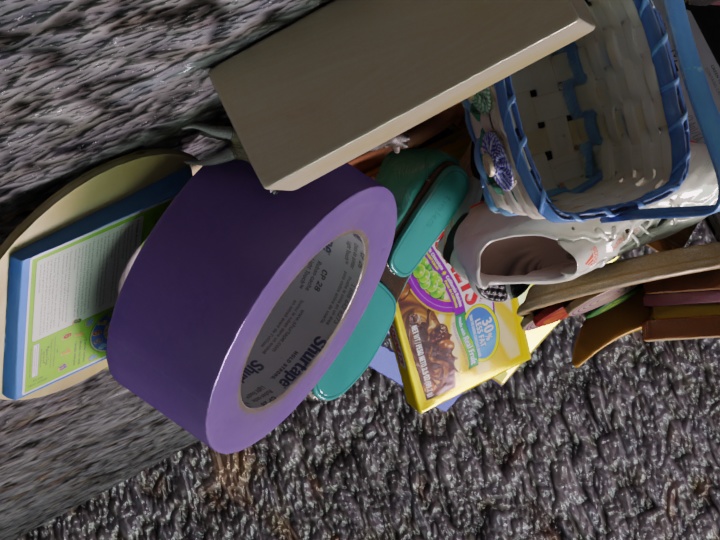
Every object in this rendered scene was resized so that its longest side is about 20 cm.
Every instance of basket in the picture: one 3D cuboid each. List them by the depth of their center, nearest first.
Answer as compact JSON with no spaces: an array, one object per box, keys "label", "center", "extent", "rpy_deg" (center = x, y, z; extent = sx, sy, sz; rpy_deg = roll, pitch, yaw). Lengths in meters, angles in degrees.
[{"label":"basket","center":[0.150,-0.109,1.627],"extent":[0.139,0.177,0.200],"rpy_deg":[-18,-178,-36]}]

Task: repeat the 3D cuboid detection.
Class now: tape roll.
[{"label":"tape roll","center":[-0.068,0.011,1.649],"extent":[0.200,0.085,0.200],"rpy_deg":[-49,161,-23]}]

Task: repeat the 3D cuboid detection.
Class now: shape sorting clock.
[{"label":"shape sorting clock","center":[-0.170,0.002,1.621],"extent":[0.200,0.039,0.200],"rpy_deg":[-30,150,-20]}]

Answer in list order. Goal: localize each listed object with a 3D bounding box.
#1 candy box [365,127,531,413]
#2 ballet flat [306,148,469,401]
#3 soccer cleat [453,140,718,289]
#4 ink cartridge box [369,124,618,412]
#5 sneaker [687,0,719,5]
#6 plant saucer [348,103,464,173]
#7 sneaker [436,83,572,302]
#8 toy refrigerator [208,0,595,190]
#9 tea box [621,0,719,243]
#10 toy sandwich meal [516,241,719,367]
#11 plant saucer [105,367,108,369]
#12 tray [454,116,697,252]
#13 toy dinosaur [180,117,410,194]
[{"label":"candy box","center":[0.061,0.001,1.903],"extent":[0.102,0.201,0.026],"rpy_deg":[-27,-147,-18]},{"label":"ballet flat","center":[0.000,0.000,1.790],"extent":[0.200,0.070,0.067],"rpy_deg":[-58,141,-13]},{"label":"soccer cleat","center":[0.162,-0.030,1.742],"extent":[0.199,0.069,0.078],"rpy_deg":[-16,-149,5]},{"label":"ink cartridge box","center":[0.062,0.003,1.955],"extent":[0.200,0.197,0.047],"rpy_deg":[-51,-151,14]},{"label":"sneaker","center":[0.291,-0.195,1.739],"extent":[0.200,0.076,0.115],"rpy_deg":[29,156,-29]},{"label":"plant saucer","center":[0.000,-0.096,1.784],"extent":[0.200,0.038,0.200],"rpy_deg":[-26,174,-3]},{"label":"sneaker","center":[0.099,-0.083,1.822],"extent":[0.074,0.201,0.080],"rpy_deg":[11,-169,-31]},{"label":"toy refrigerator","center":[0.024,-0.123,1.440],"extent":[0.200,0.076,0.070],"rpy_deg":[-28,174,13]},{"label":"tea box","center":[0.301,-0.147,1.837],"extent":[0.196,0.201,0.134],"rpy_deg":[-28,174,3]},{"label":"toy sandwich meal","center":[0.212,0.028,1.826],"extent":[0.204,0.071,0.205],"rpy_deg":[-11,175,-1]},{"label":"plant saucer","center":[-0.184,0.017,1.785],"extent":[0.200,0.048,0.200],"rpy_deg":[-3,160,-43]},{"label":"tray","center":[0.157,-0.076,1.908],"extent":[0.037,0.200,0.099],"rpy_deg":[-59,175,-2]},{"label":"toy dinosaur","center":[-0.006,-0.098,1.531],"extent":[0.102,0.077,0.200],"rpy_deg":[-30,-178,-44]}]
